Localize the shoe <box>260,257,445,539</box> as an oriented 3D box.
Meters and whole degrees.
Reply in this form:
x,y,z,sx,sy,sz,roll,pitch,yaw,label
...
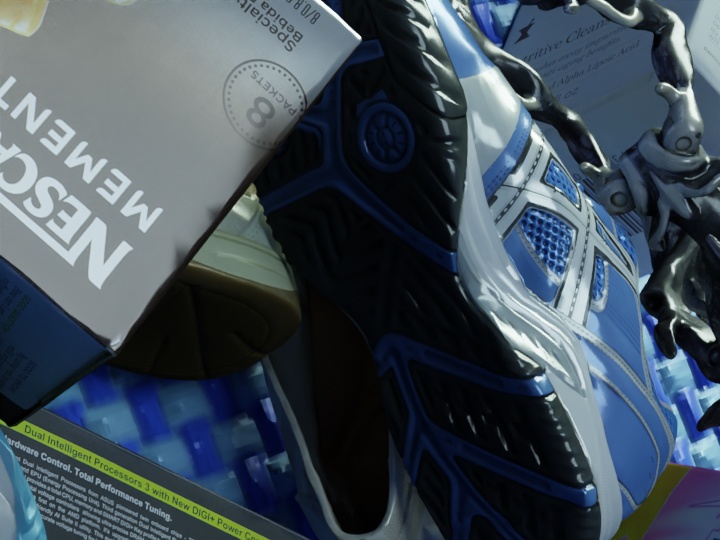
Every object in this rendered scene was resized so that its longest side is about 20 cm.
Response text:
x,y,z,sx,sy,sz,roll,pitch,yaw,label
0.000,0.000,0.847,0.053,0.070,0.200,29,48,-57,shoe

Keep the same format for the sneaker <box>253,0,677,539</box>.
x,y,z,sx,sy,sz,roll,pitch,yaw,label
0.029,-0.012,0.800,0.077,0.076,0.200,-25,95,-49,sneaker

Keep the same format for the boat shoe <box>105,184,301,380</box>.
x,y,z,sx,sy,sz,roll,pitch,yaw,label
-0.105,-0.028,0.772,0.200,0.074,0.066,25,43,-38,boat shoe

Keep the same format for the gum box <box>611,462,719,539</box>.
x,y,z,sx,sy,sz,roll,pitch,yaw,label
0.094,0.149,0.797,0.066,0.113,0.200,41,72,-29,gum box

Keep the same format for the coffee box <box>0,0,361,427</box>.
x,y,z,sx,sy,sz,roll,pitch,yaw,label
-0.116,-0.073,0.669,0.200,0.080,0.114,42,60,-8,coffee box

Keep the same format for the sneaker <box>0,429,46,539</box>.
x,y,z,sx,sy,sz,roll,pitch,yaw,label
-0.159,0.020,0.646,0.200,0.077,0.081,35,70,12,sneaker

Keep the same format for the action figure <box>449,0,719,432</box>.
x,y,z,sx,sy,sz,roll,pitch,yaw,label
0.110,-0.033,0.849,0.200,0.119,0.102,44,36,-7,action figure

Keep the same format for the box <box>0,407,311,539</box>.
x,y,z,sx,sy,sz,roll,pitch,yaw,label
-0.100,0.114,0.725,0.200,0.044,0.160,29,53,-34,box

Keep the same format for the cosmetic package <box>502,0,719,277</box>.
x,y,z,sx,sy,sz,roll,pitch,yaw,label
0.123,-0.099,0.997,0.081,0.113,0.200,42,46,-24,cosmetic package
